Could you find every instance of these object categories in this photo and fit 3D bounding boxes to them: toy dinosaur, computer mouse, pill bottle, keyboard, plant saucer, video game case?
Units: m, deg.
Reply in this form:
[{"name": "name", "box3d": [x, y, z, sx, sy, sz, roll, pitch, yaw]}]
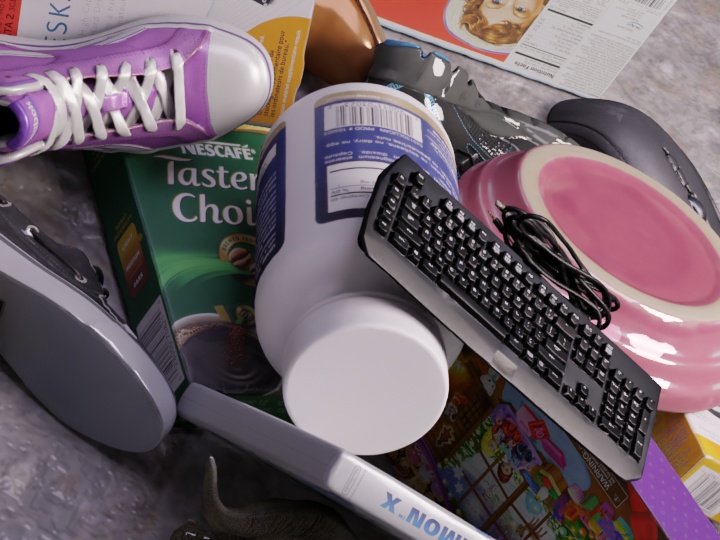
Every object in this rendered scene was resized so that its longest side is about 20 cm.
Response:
[{"name": "toy dinosaur", "box3d": [-0.035, 0.146, 1.141, 0.101, 0.201, 0.077, -7, 35, 6]}, {"name": "computer mouse", "box3d": [0.223, -0.056, 1.575, 0.140, 0.046, 0.200, -24, 69, -45]}, {"name": "pill bottle", "box3d": [0.000, 0.000, 1.223, 0.110, 0.111, 0.201, 23, 33, -17]}, {"name": "keyboard", "box3d": [0.086, 0.010, 1.175, 0.200, 0.040, 0.104, 41, 38, -22]}, {"name": "plant saucer", "box3d": [0.144, -0.005, 1.353, 0.199, 0.051, 0.201, 23, 32, -16]}, {"name": "video game case", "box3d": [0.017, 0.120, 1.158, 0.182, 0.200, 0.022, 33, 82, -24]}]

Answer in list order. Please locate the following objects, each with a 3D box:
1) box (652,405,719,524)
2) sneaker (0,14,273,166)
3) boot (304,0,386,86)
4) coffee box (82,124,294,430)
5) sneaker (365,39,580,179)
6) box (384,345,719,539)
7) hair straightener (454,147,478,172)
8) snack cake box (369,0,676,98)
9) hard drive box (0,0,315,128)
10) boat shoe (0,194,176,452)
[{"name": "box", "box3d": [0.194, 0.070, 1.403, 0.119, 0.041, 0.201, 29, 25, -36]}, {"name": "sneaker", "box3d": [-0.143, -0.084, 1.241, 0.199, 0.073, 0.114, -5, 18, -2]}, {"name": "boot", "box3d": [-0.089, -0.153, 1.430, 0.200, 0.074, 0.155, 43, 48, 5]}, {"name": "coffee box", "box3d": [-0.075, -0.004, 1.313, 0.122, 0.044, 0.201, 5, 50, -31]}, {"name": "sneaker", "box3d": [0.070, -0.069, 1.471, 0.199, 0.082, 0.073, 27, -3, -33]}, {"name": "box", "box3d": [0.096, 0.117, 1.257, 0.039, 0.137, 0.201, -14, 62, -44]}, {"name": "hair straightener", "box3d": [0.061, -0.034, 1.398, 0.199, 0.041, 0.077, 34, 74, -25]}, {"name": "snack cake box", "box3d": [0.100, -0.200, 1.565, 0.199, 0.115, 0.068, 17, 44, -23]}, {"name": "hard drive box", "box3d": [-0.123, -0.174, 1.306, 0.198, 0.157, 0.077, 7, 30, -9]}, {"name": "boat shoe", "box3d": [-0.166, 0.011, 1.223, 0.199, 0.070, 0.066, 36, 42, 9]}]
